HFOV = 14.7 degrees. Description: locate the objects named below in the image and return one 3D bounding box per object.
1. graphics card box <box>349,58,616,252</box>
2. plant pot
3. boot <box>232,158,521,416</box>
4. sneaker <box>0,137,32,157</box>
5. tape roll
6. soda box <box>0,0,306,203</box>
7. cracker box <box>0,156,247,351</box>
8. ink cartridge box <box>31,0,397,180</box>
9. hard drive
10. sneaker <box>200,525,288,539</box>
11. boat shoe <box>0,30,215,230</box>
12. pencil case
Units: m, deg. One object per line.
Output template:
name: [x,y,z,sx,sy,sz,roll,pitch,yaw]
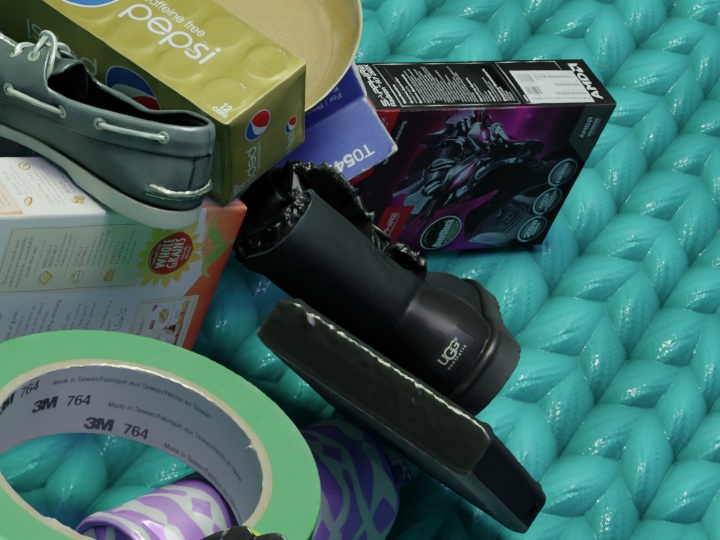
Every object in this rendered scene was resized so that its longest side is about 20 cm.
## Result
graphics card box: [0.053,-0.071,1.758,0.199,0.126,0.051,-4,45,-37]
plant pot: [-0.098,-0.137,1.615,0.198,0.028,0.201,1,50,-1]
boot: [0.000,0.000,1.603,0.168,0.077,0.200,40,2,-13]
sneaker: [-0.268,-0.095,1.572,0.199,0.116,0.075,-4,47,-32]
tape roll: [-0.120,0.109,1.394,0.199,0.048,0.201,13,33,-9]
soda box: [-0.123,-0.124,1.542,0.200,0.064,0.068,35,56,24]
cracker box: [-0.173,0.007,1.507,0.199,0.135,0.058,-3,38,-40]
ink cartridge box: [-0.107,-0.105,1.665,0.196,0.043,0.201,-30,60,-3]
hard drive: [0.027,0.082,1.539,0.139,0.033,0.200,34,-5,18]
sneaker: [-0.100,0.190,1.289,0.081,0.199,0.074,46,23,-55]
boat shoe: [-0.158,-0.097,1.488,0.199,0.062,0.073,33,30,19]
pencil case: [-0.066,0.144,1.495,0.199,0.084,0.086,-19,94,-43]
